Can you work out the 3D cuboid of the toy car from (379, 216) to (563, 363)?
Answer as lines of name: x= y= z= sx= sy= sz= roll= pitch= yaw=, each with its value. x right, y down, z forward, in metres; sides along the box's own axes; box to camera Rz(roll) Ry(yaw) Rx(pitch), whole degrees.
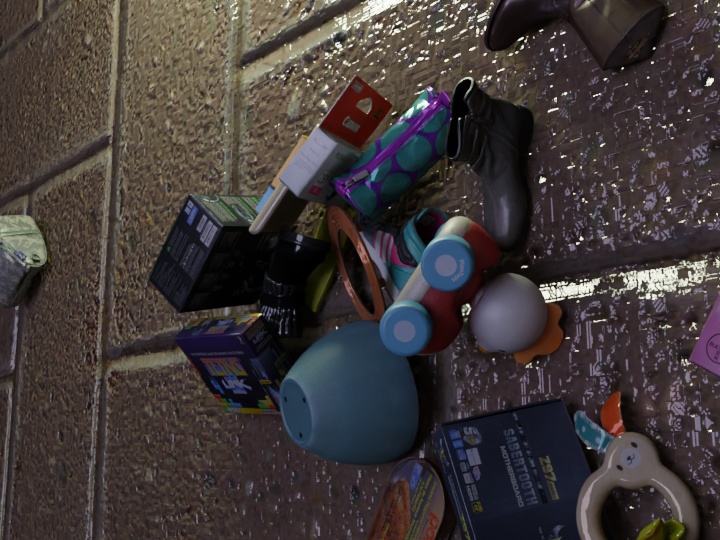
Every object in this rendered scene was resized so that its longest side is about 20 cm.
toy car: x=0.145 y=0.054 z=1.080 sx=0.199 sy=0.184 sz=0.178 roll=33 pitch=103 yaw=3

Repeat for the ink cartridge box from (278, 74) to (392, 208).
ink cartridge box: x=-0.018 y=-0.174 z=1.278 sx=0.044 sy=0.200 sz=0.174 roll=41 pitch=100 yaw=14

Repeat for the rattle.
rattle: x=0.265 y=0.216 z=0.916 sx=0.129 sy=0.142 sz=0.202 roll=-18 pitch=69 yaw=34

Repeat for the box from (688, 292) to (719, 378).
box: x=0.430 y=0.036 z=0.805 sx=0.176 sy=0.096 sz=0.201 roll=35 pitch=108 yaw=46

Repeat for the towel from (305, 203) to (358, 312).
towel: x=-0.049 y=-0.039 z=1.423 sx=0.086 sy=0.018 sz=0.201 roll=46 pitch=117 yaw=49

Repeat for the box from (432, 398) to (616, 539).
box: x=0.183 y=0.255 z=0.998 sx=0.051 sy=0.156 sz=0.201 roll=108 pitch=150 yaw=-60

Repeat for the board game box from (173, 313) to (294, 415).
board game box: x=-0.190 y=0.154 z=1.443 sx=0.199 sy=0.057 sz=0.166 roll=-8 pitch=121 yaw=48

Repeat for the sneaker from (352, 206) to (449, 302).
sneaker: x=0.064 y=-0.048 z=1.245 sx=0.121 sy=0.083 sz=0.201 roll=-53 pitch=46 yaw=25

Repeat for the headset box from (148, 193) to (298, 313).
headset box: x=-0.220 y=-0.031 z=1.484 sx=0.093 sy=0.199 sz=0.175 roll=43 pitch=116 yaw=26

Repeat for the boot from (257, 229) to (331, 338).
boot: x=-0.107 y=0.027 z=1.383 sx=0.211 sy=0.079 sz=0.159 roll=162 pitch=120 yaw=-74

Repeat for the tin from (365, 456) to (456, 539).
tin: x=0.068 y=0.347 z=1.199 sx=0.112 sy=0.042 sz=0.202 roll=33 pitch=107 yaw=51

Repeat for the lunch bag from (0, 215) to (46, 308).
lunch bag: x=-0.888 y=-0.022 z=2.284 sx=0.200 sy=0.139 sz=0.168 roll=-49 pitch=66 yaw=31

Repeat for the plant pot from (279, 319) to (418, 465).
plant pot: x=-0.032 y=0.179 z=1.229 sx=0.200 sy=0.134 sz=0.202 roll=22 pitch=117 yaw=53

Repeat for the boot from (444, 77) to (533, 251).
boot: x=0.151 y=-0.130 z=1.126 sx=0.067 sy=0.130 sz=0.202 roll=-3 pitch=80 yaw=48

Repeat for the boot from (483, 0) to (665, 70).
boot: x=0.257 y=-0.293 z=1.098 sx=0.187 sy=0.064 sz=0.201 roll=-53 pitch=53 yaw=31

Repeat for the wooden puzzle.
wooden puzzle: x=-0.093 y=-0.140 z=1.358 sx=0.037 sy=0.200 sz=0.186 roll=36 pitch=101 yaw=5

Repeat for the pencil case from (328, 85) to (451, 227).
pencil case: x=0.054 y=-0.158 z=1.227 sx=0.200 sy=0.092 sz=0.085 roll=-44 pitch=70 yaw=6

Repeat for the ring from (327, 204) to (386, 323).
ring: x=0.000 y=0.000 z=1.276 sx=0.200 sy=0.019 sz=0.202 roll=158 pitch=90 yaw=-76
